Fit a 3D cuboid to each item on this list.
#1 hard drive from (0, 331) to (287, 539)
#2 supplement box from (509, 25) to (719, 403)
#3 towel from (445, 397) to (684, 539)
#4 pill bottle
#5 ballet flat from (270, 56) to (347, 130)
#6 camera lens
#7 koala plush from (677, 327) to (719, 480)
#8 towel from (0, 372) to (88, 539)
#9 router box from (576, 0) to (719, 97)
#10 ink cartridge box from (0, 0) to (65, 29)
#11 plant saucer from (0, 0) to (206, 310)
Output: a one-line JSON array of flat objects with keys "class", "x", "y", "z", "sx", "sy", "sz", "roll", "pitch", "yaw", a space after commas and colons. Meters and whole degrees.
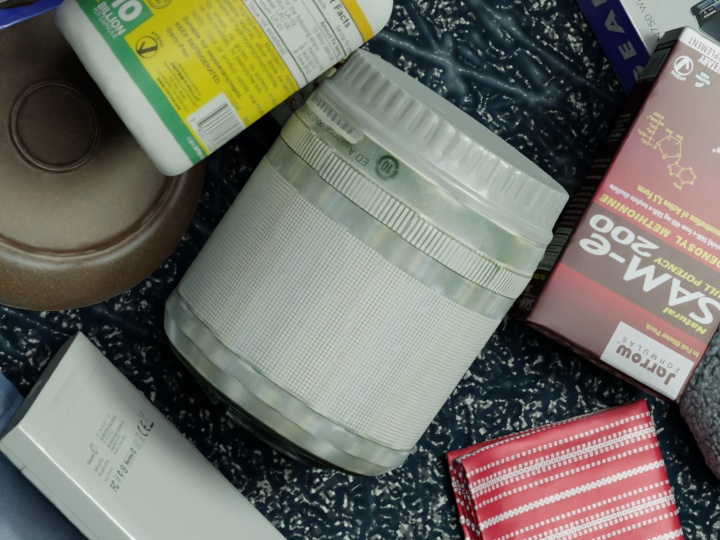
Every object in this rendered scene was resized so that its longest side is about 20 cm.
[{"class": "hard drive", "x": -0.106, "y": 0.133, "z": 1.438, "sx": 0.027, "sy": 0.132, "sz": 0.200, "roll": -41, "pitch": 100, "yaw": 20}, {"class": "supplement box", "x": 0.186, "y": -0.034, "z": 1.579, "sx": 0.109, "sy": 0.061, "sz": 0.200, "roll": 28, "pitch": 89, "yaw": -7}, {"class": "towel", "x": 0.139, "y": 0.189, "z": 1.578, "sx": 0.144, "sy": 0.022, "sz": 0.201, "roll": -13, "pitch": 86, "yaw": -25}, {"class": "pill bottle", "x": -0.054, "y": -0.151, "z": 1.410, "sx": 0.200, "sy": 0.113, "sz": 0.113, "roll": -35, "pitch": 96, "yaw": -1}, {"class": "ballet flat", "x": 0.023, "y": -0.059, "z": 1.550, "sx": 0.200, "sy": 0.064, "sz": 0.076, "roll": 41, "pitch": 68, "yaw": -12}, {"class": "camera lens", "x": 0.000, "y": 0.000, "z": 1.448, "sx": 0.160, "sy": 0.160, "sz": 0.200, "roll": 32, "pitch": 98, "yaw": -15}, {"class": "koala plush", "x": 0.307, "y": 0.066, "z": 1.572, "sx": 0.183, "sy": 0.200, "sz": 0.178, "roll": 8, "pitch": 78, "yaw": -21}, {"class": "towel", "x": -0.206, "y": 0.122, "z": 1.432, "sx": 0.200, "sy": 0.049, "sz": 0.112, "roll": 44, "pitch": 67, "yaw": -9}, {"class": "router box", "x": 0.240, "y": -0.166, "z": 1.666, "sx": 0.179, "sy": 0.049, "sz": 0.200, "roll": -31, "pitch": 94, "yaw": -24}, {"class": "ink cartridge box", "x": -0.224, "y": -0.219, "z": 1.449, "sx": 0.136, "sy": 0.076, "sz": 0.200, "roll": -23, "pitch": 81, "yaw": -24}, {"class": "plant saucer", "x": -0.177, "y": -0.078, "z": 1.487, "sx": 0.200, "sy": 0.034, "sz": 0.201, "roll": 4, "pitch": 80, "yaw": -22}]
